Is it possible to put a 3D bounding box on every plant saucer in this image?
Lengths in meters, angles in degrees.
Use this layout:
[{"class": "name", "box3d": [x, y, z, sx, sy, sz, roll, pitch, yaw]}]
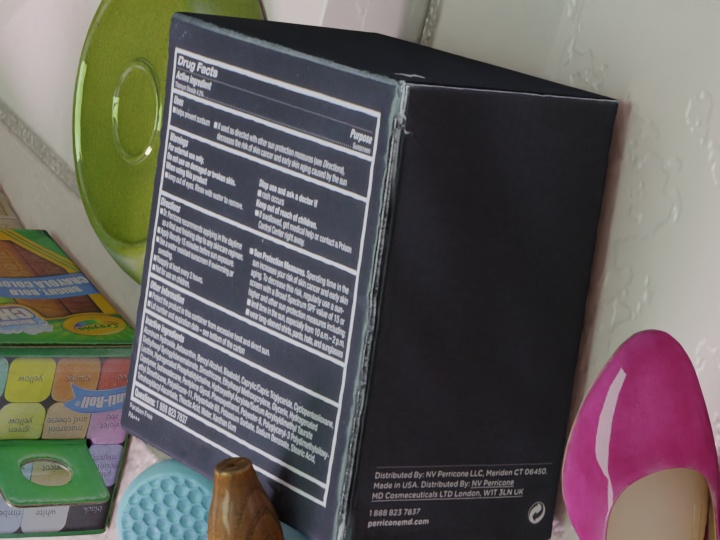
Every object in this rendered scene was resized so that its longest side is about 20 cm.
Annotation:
[{"class": "plant saucer", "box3d": [-0.110, -0.085, 1.485, 0.200, 0.031, 0.201, -7, 82, 57]}]

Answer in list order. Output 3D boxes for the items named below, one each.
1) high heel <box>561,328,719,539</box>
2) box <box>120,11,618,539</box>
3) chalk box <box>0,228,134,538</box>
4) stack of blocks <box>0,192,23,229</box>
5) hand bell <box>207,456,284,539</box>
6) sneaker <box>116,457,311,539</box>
[{"class": "high heel", "box3d": [0.122, 0.128, 1.059, 0.096, 0.067, 0.201, -143, 56, -64]}, {"class": "box", "box3d": [0.000, 0.000, 1.217, 0.200, 0.123, 0.199, 23, 109, 54]}, {"class": "chalk box", "box3d": [-0.205, 0.070, 1.540, 0.200, 0.124, 0.124, 41, 122, 50]}, {"class": "stack of blocks", "box3d": [-0.280, -0.028, 1.725, 0.200, 0.058, 0.116, 54, 132, 44]}, {"class": "hand bell", "box3d": [-0.041, 0.174, 1.176, 0.104, 0.104, 0.201, 23, 127, 56]}, {"class": "sneaker", "box3d": [-0.026, 0.161, 1.305, 0.079, 0.131, 0.200, -34, 91, 15]}]
